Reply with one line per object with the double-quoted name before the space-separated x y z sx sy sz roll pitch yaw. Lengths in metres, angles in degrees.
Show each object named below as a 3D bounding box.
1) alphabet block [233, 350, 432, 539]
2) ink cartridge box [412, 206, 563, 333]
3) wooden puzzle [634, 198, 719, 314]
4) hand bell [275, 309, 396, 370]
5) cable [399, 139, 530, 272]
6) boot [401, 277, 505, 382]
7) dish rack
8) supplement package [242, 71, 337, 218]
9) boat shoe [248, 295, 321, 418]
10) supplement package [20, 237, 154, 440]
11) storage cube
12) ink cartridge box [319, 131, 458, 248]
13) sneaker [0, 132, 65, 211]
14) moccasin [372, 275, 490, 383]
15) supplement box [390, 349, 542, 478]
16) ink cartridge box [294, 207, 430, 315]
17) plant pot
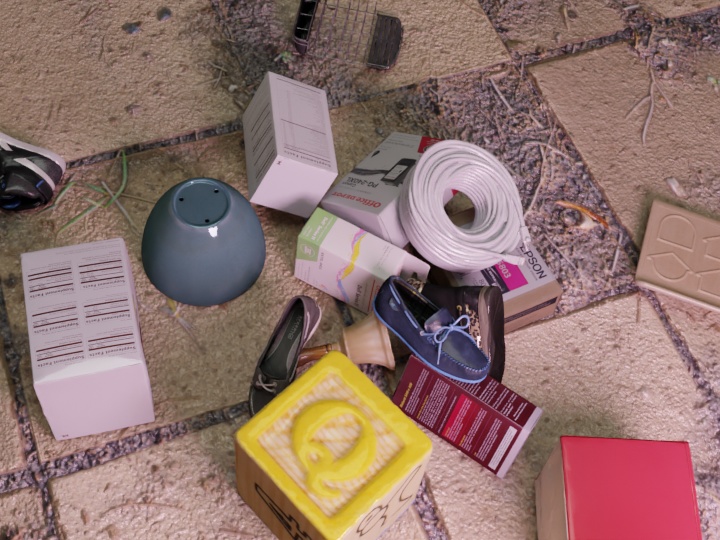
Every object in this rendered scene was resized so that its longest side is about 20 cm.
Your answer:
"alphabet block" -0.041 0.266 1.403 0.196 0.201 0.195 41 62 18
"ink cartridge box" 0.200 0.001 1.668 0.163 0.075 0.201 -22 63 -17
"wooden puzzle" 0.553 -0.014 1.737 0.183 0.047 0.201 20 54 5
"hand bell" -0.053 0.122 1.572 0.197 0.104 0.105 -14 60 0
"cable" 0.155 -0.097 1.600 0.197 0.069 0.203 1 74 -23
"boot" 0.136 0.106 1.563 0.149 0.202 0.073 11 29 27
"dish rack" -0.019 -0.445 1.928 0.197 0.055 0.155 11 59 0
"supplement package" -0.118 -0.204 1.700 0.113 0.110 0.202 15 45 -26
"boat shoe" -0.119 0.127 1.527 0.066 0.057 0.202 20 81 21
"supplement package" -0.380 0.098 1.472 0.145 0.192 0.202 -10 61 -11
"storage cube" 0.343 0.338 1.421 0.177 0.172 0.202 3 59 -3
"ink cartridge box" 0.054 -0.128 1.690 0.144 0.084 0.200 16 51 44
"sneaker" -0.585 -0.160 1.676 0.197 0.073 0.113 15 56 1
"moccasin" 0.100 0.083 1.484 0.199 0.069 0.080 34 39 16
"supplement box" 0.150 0.197 1.516 0.199 0.110 0.061 33 40 13
"ink cartridge box" 0.000 0.000 1.619 0.198 0.118 0.068 26 58 10
"plant pot" -0.243 -0.066 1.622 0.197 0.135 0.202 3 58 -5
